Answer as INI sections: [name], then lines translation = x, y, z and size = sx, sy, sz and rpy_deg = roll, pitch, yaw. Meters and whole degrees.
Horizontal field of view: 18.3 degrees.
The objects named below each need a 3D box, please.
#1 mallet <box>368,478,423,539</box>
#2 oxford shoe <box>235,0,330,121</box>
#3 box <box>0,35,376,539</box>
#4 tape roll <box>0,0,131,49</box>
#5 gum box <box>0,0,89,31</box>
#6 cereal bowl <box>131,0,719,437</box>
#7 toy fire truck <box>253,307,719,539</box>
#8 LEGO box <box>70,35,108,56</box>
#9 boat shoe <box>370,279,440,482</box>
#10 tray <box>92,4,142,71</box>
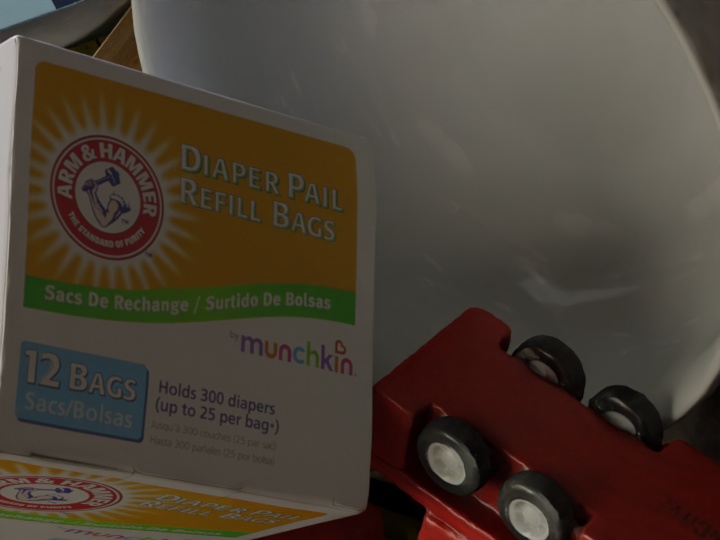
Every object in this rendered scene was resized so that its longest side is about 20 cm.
[mallet]
translation = 0.030, 0.087, 0.740
size = 0.200, 0.066, 0.041
rpy_deg = 8, 106, 49
[oxford shoe]
translation = -0.026, -0.056, 0.708
size = 0.200, 0.071, 0.071
rpy_deg = -58, 33, -5
[box]
translation = -0.098, 0.024, 0.609
size = 0.200, 0.112, 0.102
rpy_deg = -20, 63, 49
[tape roll]
translation = -0.147, -0.184, 0.891
size = 0.066, 0.200, 0.201
rpy_deg = -42, -42, -69
[gum box]
translation = -0.186, -0.161, 0.824
size = 0.199, 0.045, 0.170
rpy_deg = -13, 107, 34
[cereal bowl]
translation = 0.037, -0.055, 0.597
size = 0.200, 0.083, 0.201
rpy_deg = 27, 138, 27
[toy fire truck]
translation = 0.043, 0.088, 0.602
size = 0.200, 0.049, 0.141
rpy_deg = 34, 139, 23
[LEGO box]
translation = -0.139, -0.052, 1.022
size = 0.149, 0.077, 0.201
rpy_deg = 146, 117, -61
[boat shoe]
translation = 0.000, 0.000, 0.746
size = 0.074, 0.066, 0.200
rpy_deg = -39, 40, 16
[tray]
translation = -0.074, -0.066, 0.786
size = 0.099, 0.037, 0.200
rpy_deg = -50, 9, 51
